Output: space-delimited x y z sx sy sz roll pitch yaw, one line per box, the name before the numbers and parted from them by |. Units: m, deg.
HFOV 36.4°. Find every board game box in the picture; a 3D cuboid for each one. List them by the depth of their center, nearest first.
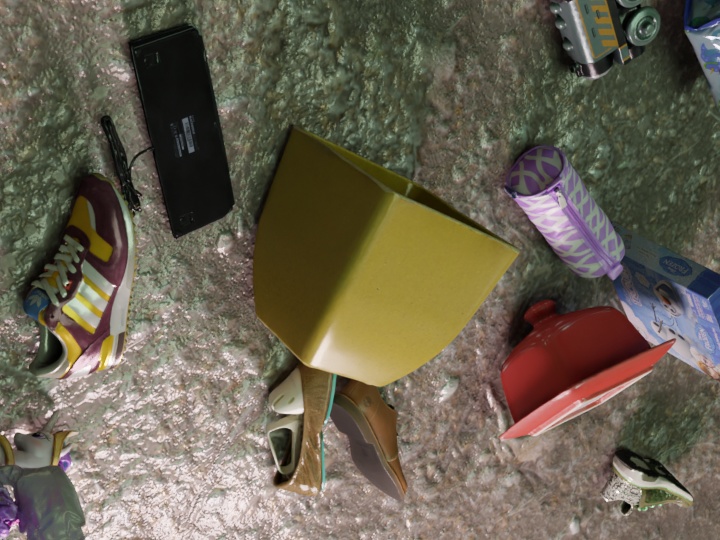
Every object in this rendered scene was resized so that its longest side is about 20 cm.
board game box | 0.418 0.049 1.444 0.043 0.199 0.200 -41 129 -10

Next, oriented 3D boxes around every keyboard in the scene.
keyboard | -0.188 -0.122 1.037 0.127 0.021 0.201 -27 124 -31

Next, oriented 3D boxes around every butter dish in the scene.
butter dish | 0.262 0.106 1.402 0.199 0.148 0.200 -20 162 -30

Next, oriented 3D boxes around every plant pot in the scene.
plant pot | 0.000 0.000 1.125 0.194 0.195 0.200 21 102 -40

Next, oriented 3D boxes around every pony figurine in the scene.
pony figurine | -0.336 0.205 0.988 0.200 0.194 0.167 13 136 -40

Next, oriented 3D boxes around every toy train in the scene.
toy train | 0.266 -0.313 1.244 0.114 0.085 0.200 -32 130 -5

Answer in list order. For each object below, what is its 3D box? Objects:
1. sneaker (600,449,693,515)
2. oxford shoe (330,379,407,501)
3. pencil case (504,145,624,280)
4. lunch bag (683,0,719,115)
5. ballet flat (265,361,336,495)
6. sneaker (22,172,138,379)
sneaker | 0.435 0.341 1.692 0.200 0.077 0.089 27 107 -36
oxford shoe | 0.026 0.204 1.320 0.071 0.071 0.200 -46 136 -28
pencil case | 0.255 -0.070 1.344 0.084 0.085 0.200 -50 132 -3
lunch bag | 0.486 -0.320 1.371 0.170 0.127 0.201 50 50 -40
ballet flat | -0.071 0.170 1.243 0.072 0.068 0.201 0 117 -16
sneaker | -0.263 0.010 1.008 0.090 0.075 0.201 -11 116 -38
